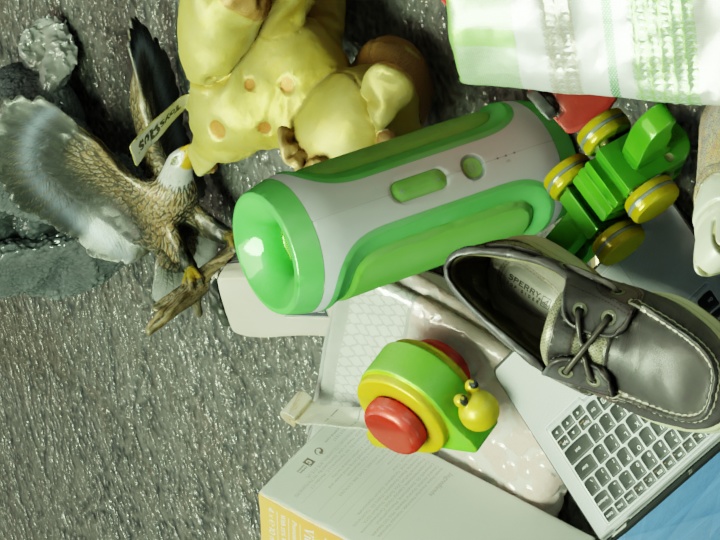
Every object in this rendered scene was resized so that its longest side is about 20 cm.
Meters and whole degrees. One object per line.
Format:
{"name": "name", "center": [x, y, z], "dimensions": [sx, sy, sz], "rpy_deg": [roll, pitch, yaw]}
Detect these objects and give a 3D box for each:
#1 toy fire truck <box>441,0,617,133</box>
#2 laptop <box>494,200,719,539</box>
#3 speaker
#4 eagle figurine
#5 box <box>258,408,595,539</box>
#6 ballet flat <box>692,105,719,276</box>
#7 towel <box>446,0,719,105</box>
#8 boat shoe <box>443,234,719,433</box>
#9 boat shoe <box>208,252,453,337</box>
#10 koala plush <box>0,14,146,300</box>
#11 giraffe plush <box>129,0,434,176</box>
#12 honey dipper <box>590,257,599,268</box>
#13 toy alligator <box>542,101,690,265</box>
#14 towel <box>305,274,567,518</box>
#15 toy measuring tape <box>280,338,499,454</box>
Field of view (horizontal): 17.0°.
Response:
{"name": "toy fire truck", "center": [0.071, -0.162, 1.383], "dimensions": [0.200, 0.049, 0.141], "rpy_deg": [47, -174, 0]}
{"name": "laptop", "center": [0.141, 0.099, 1.340], "dimensions": [0.200, 0.116, 0.187], "rpy_deg": [58, 134, 17]}
{"name": "speaker", "center": [0.028, -0.038, 1.409], "dimensions": [0.088, 0.199, 0.089], "rpy_deg": [38, 138, 45]}
{"name": "eagle figurine", "center": [-0.160, -0.069, 1.796], "dimensions": [0.200, 0.152, 0.151], "rpy_deg": [47, 111, 8]}
{"name": "box", "center": [0.041, 0.199, 1.563], "dimensions": [0.200, 0.097, 0.125], "rpy_deg": [25, 137, 26]}
{"name": "ballet flat", "center": [0.213, 0.002, 1.247], "dimensions": [0.200, 0.067, 0.068], "rpy_deg": [62, 149, 16]}
{"name": "towel", "center": [0.129, -0.151, 1.236], "dimensions": [0.199, 0.031, 0.150], "rpy_deg": [6, 122, 28]}
{"name": "boat shoe", "center": [0.121, 0.034, 1.288], "dimensions": [0.200, 0.065, 0.072], "rpy_deg": [33, 116, 44]}
{"name": "boat shoe", "center": [0.000, 0.000, 1.628], "dimensions": [0.199, 0.093, 0.075], "rpy_deg": [7, 131, 26]}
{"name": "koala plush", "center": [-0.267, -0.094, 1.984], "dimensions": [0.200, 0.183, 0.178], "rpy_deg": [-107, 29, -44]}
{"name": "giraffe plush", "center": [-0.025, -0.117, 1.522], "dimensions": [0.162, 0.200, 0.173], "rpy_deg": [25, 165, 23]}
{"name": "honey dipper", "center": [0.144, 0.035, 1.426], "dimensions": [0.038, 0.038, 0.201], "rpy_deg": [16, 119, 57]}
{"name": "toy alligator", "center": [0.136, -0.033, 1.352], "dimensions": [0.059, 0.054, 0.200], "rpy_deg": [55, 141, 19]}
{"name": "towel", "center": [0.053, 0.098, 1.568], "dimensions": [0.191, 0.032, 0.200], "rpy_deg": [32, 139, 18]}
{"name": "toy measuring tape", "center": [0.009, 0.075, 1.514], "dimensions": [0.200, 0.073, 0.074], "rpy_deg": [3, 111, 48]}
